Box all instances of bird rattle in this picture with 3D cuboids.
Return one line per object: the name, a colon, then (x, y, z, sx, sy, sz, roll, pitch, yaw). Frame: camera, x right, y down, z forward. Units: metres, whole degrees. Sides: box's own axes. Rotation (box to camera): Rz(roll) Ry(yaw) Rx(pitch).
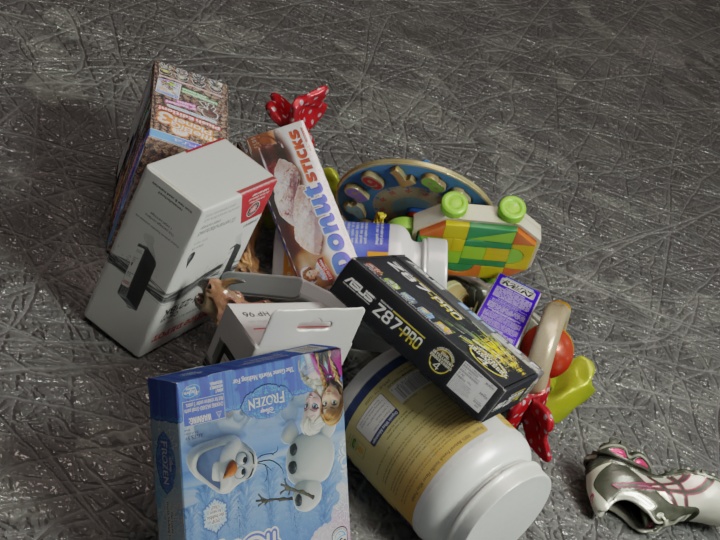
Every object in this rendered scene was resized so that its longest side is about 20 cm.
bird rattle: (0.202, 0.116, 1.616, 0.112, 0.164, 0.200, 16, 15, 21)
bird rattle: (-0.071, -0.118, 1.718, 0.112, 0.201, 0.164, 7, 45, 3)

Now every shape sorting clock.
shape sorting clock: (0.066, -0.073, 1.709, 0.199, 0.200, 0.039, 17, 62, -15)

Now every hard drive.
hard drive: (-0.040, 0.048, 1.523, 0.131, 0.026, 0.199, 4, -16, 45)

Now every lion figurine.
lion figurine: (-0.134, -0.051, 1.613, 0.072, 0.202, 0.122, 11, -2, -33)

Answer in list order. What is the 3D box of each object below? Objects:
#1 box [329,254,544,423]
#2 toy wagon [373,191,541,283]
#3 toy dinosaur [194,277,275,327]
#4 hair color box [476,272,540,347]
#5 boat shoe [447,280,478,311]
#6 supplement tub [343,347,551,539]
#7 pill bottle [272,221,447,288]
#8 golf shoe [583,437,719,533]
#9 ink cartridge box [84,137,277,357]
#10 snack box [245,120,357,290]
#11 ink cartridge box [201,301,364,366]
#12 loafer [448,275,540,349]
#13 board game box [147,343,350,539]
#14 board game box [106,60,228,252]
box: (0.079, 0.063, 1.399, 0.200, 0.049, 0.161, 41, 13, 16)
toy wagon: (0.113, -0.037, 1.682, 0.198, 0.155, 0.040, 4, 60, -4)
toy dinosaur: (-0.081, 0.078, 1.459, 0.199, 0.136, 0.086, 5, 34, -34)
hair color box: (0.147, 0.095, 1.642, 0.065, 0.110, 0.200, 27, 28, 7)
boat shoe: (0.094, 0.080, 1.658, 0.062, 0.074, 0.200, 18, 36, 17)
supplement tub: (0.080, 0.185, 1.404, 0.144, 0.145, 0.200, -8, 43, -46)
pill bottle: (0.000, 0.000, 1.620, 0.198, 0.113, 0.112, 3, 30, 1)
golf shoe: (0.342, 0.264, 1.579, 0.199, 0.077, 0.089, 18, 49, -9)
ink cartridge box: (-0.190, -0.024, 1.477, 0.084, 0.201, 0.144, 37, 30, 14)
snack box: (-0.064, -0.070, 1.572, 0.071, 0.024, 0.201, -18, 71, -10)
ink cartridge box: (-0.088, 0.096, 1.355, 0.115, 0.201, 0.068, 0, 38, -39)
loafer: (0.189, 0.064, 1.776, 0.200, 0.072, 0.063, 36, 23, 24)
board game box: (-0.093, 0.178, 1.233, 0.043, 0.201, 0.199, 4, 9, 43)
board game box: (-0.226, -0.125, 1.654, 0.096, 0.160, 0.201, 17, 30, -16)
